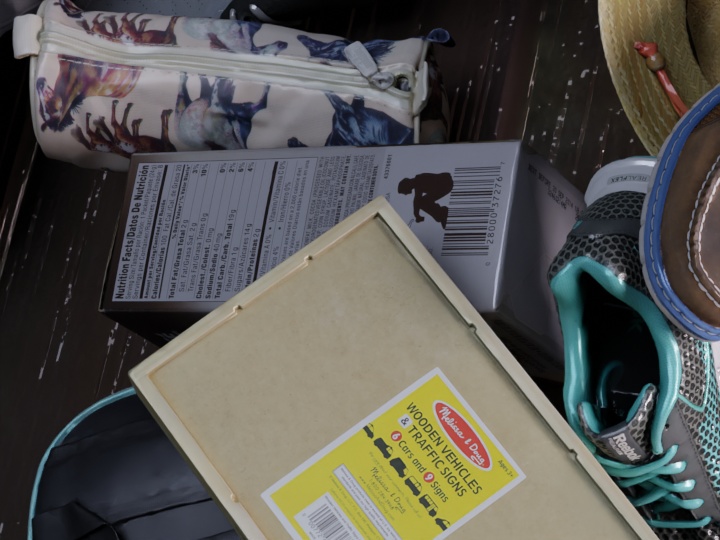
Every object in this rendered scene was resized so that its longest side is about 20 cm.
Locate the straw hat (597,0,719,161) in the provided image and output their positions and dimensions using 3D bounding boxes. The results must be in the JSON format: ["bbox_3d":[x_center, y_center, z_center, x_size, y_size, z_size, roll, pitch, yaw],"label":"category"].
[{"bbox_3d":[0.169,-0.104,1.009,0.085,0.201,0.201,149,135,-69],"label":"straw hat"}]

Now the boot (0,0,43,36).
[{"bbox_3d":[-0.168,-0.176,1.186,0.096,0.074,0.200,-51,12,18],"label":"boot"}]

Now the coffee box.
[{"bbox_3d":[0.000,0.000,1.052,0.200,0.113,0.080,-1,71,30],"label":"coffee box"}]

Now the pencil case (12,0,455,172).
[{"bbox_3d":[-0.058,-0.081,1.091,0.200,0.089,0.078,7,58,7],"label":"pencil case"}]

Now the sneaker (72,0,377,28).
[{"bbox_3d":[-0.071,-0.105,1.167,0.200,0.075,0.116,1,76,41],"label":"sneaker"}]

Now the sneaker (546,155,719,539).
[{"bbox_3d":[0.112,0.061,0.932,0.078,0.091,0.200,-8,106,31],"label":"sneaker"}]

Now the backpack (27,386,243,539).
[{"bbox_3d":[-0.032,0.125,0.986,0.200,0.153,0.176,-12,69,1],"label":"backpack"}]

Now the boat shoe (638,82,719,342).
[{"bbox_3d":[0.175,-0.058,0.900,0.200,0.072,0.072,-56,15,-29],"label":"boat shoe"}]

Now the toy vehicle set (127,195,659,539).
[{"bbox_3d":[0.017,0.082,0.901,0.124,0.027,0.200,-34,70,-10],"label":"toy vehicle set"}]
